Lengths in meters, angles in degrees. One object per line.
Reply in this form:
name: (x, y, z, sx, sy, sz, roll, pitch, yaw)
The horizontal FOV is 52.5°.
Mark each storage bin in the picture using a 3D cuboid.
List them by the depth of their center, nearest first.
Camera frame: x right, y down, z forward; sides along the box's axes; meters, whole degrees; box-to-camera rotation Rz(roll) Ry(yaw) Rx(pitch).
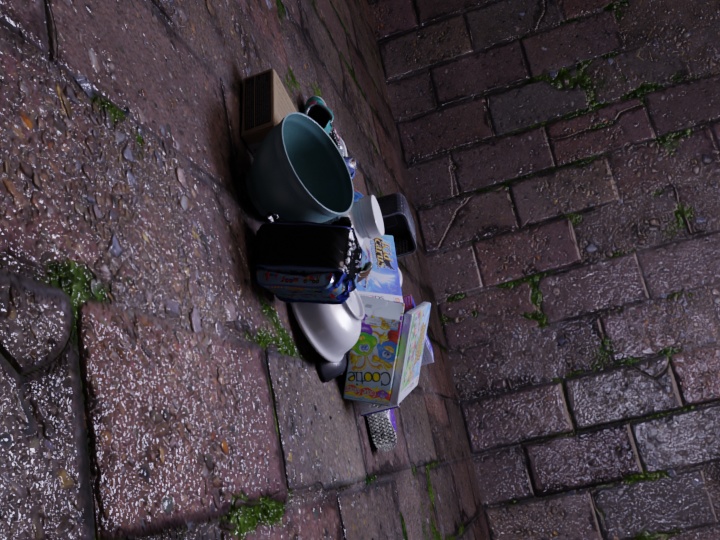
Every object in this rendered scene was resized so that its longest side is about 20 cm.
storage bin: (0.037, -0.102, 1.896, 0.094, 0.197, 0.136, -90, 161, -52)

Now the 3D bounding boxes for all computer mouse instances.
computer mouse: (-0.054, 0.151, 1.539, 0.200, 0.045, 0.142, -13, 90, -78)

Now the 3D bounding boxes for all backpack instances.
backpack: (-0.081, -0.008, 1.297, 0.200, 0.180, 0.136, 54, 41, -70)

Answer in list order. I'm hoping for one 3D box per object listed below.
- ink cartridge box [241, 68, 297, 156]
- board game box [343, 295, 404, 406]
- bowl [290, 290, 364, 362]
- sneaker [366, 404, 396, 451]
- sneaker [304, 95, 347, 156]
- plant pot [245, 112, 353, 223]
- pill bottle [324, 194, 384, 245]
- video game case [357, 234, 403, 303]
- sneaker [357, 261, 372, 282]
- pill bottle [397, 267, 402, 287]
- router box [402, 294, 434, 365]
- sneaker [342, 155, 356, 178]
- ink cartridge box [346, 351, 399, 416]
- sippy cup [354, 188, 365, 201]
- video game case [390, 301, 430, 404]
ink cartridge box: (-0.166, -0.270, 1.464, 0.201, 0.074, 0.166, 61, 20, -51)
board game box: (0.030, 0.174, 1.584, 0.105, 0.102, 0.203, -69, 168, -70)
bowl: (-0.053, 0.072, 1.441, 0.202, 0.090, 0.202, 55, 17, -26)
sneaker: (0.045, 0.332, 1.756, 0.100, 0.069, 0.203, 52, 29, -77)
sneaker: (-0.090, -0.354, 1.887, 0.121, 0.083, 0.202, -78, 143, -75)
plant pot: (-0.123, -0.164, 1.327, 0.200, 0.133, 0.202, 40, 36, -37)
pill bottle: (-0.059, -0.084, 1.431, 0.111, 0.197, 0.112, -14, 90, -77)
video game case: (0.000, 0.000, 1.684, 0.046, 0.179, 0.202, 124, -34, -50)
sneaker: (-0.056, -0.044, 1.563, 0.199, 0.075, 0.071, 36, 34, -35)
pill bottle: (0.039, 0.069, 1.817, 0.201, 0.111, 0.114, 97, -12, -56)
router box: (0.068, 0.164, 1.772, 0.049, 0.177, 0.201, -92, 162, -49)
sneaker: (-0.053, -0.238, 1.855, 0.200, 0.077, 0.076, 145, -64, -77)
ink cartridge box: (0.022, 0.226, 1.683, 0.037, 0.093, 0.203, 16, 60, -81)
sippy cup: (-0.050, -0.133, 1.573, 0.177, 0.130, 0.141, 16, 102, -55)
video game case: (0.114, 0.180, 1.631, 0.182, 0.022, 0.203, -17, 117, -71)
